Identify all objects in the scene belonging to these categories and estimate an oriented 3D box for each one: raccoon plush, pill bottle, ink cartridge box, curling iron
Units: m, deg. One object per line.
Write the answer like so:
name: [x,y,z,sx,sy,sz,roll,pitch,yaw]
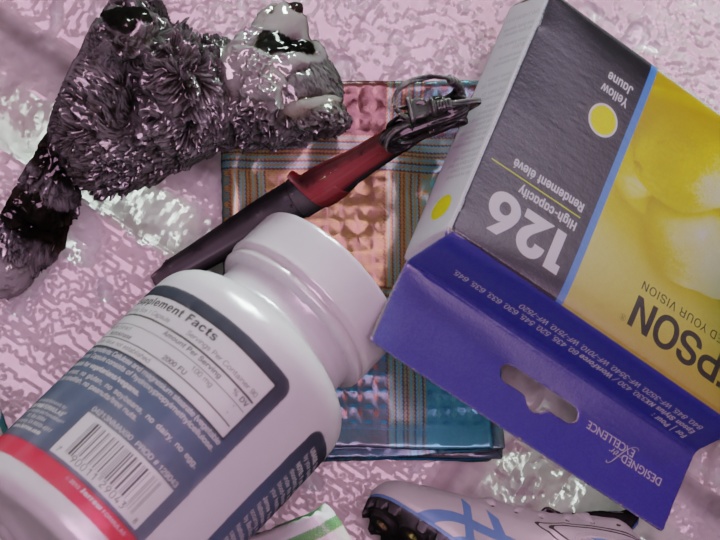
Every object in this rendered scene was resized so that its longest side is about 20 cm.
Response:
raccoon plush: [-0.091,-0.053,1.259,0.134,0.097,0.201,29,110,0]
pill bottle: [-0.079,0.071,1.197,0.120,0.120,0.200,45,69,0]
ink cartridge box: [0.125,-0.005,1.245,0.197,0.047,0.201,33,64,-22]
curling iron: [-0.027,-0.044,1.246,0.199,0.050,0.026,-30,68,23]

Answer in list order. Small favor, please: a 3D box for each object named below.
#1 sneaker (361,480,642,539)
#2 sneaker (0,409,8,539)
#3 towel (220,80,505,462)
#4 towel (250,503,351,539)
sneaker: [0.097,0.146,1.265,0.199,0.072,0.073,21,66,-4]
sneaker: [-0.209,0.080,1.220,0.070,0.093,0.201,-21,86,-8]
towel: [0.000,0.000,1.290,0.146,0.022,0.201,-1,84,-7]
towel: [-0.002,0.216,1.203,0.023,0.152,0.201,-22,85,-26]
